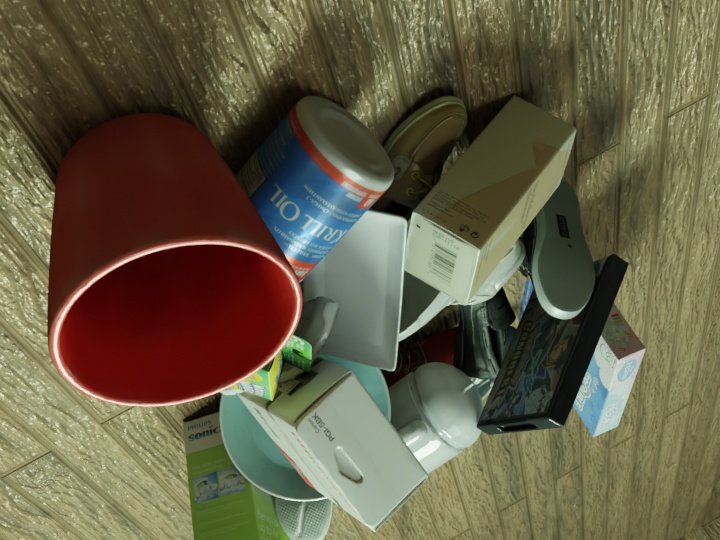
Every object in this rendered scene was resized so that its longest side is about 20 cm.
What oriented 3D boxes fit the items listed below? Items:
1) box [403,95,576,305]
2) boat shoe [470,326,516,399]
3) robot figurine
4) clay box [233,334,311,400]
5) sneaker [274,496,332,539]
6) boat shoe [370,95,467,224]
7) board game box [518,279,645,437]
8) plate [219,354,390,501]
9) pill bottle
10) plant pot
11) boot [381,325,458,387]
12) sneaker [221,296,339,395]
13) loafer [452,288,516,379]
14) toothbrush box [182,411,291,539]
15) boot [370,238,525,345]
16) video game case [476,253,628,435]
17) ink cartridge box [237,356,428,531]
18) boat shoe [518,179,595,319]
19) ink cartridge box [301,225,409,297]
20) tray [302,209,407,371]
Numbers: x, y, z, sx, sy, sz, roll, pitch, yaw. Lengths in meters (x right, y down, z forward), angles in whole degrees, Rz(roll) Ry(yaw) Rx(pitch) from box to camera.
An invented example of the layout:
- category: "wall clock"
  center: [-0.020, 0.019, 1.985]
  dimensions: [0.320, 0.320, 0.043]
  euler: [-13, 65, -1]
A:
- category: "box"
  center: [0.130, -0.073, 1.116]
  dimensions: [0.200, 0.077, 0.095]
  euler: [-49, 160, -31]
- category: "boat shoe"
  center: [0.151, 0.152, 1.536]
  dimensions: [0.060, 0.076, 0.201]
  euler: [6, 134, -37]
- category: "robot figurine"
  center: [0.068, 0.188, 1.361]
  dimensions: [0.199, 0.113, 0.170]
  euler: [-36, 179, 17]
- category: "clay box"
  center: [-0.145, 0.069, 1.055]
  dimensions: [0.198, 0.048, 0.115]
  euler: [18, 161, 4]
- category: "sneaker"
  center: [-0.072, 0.231, 1.346]
  dimensions: [0.070, 0.202, 0.080]
  euler: [-13, 166, 4]
- category: "boat shoe"
  center: [0.048, -0.085, 1.121]
  dimensions: [0.074, 0.067, 0.200]
  euler: [4, 135, -43]
- category: "board game box"
  center: [0.275, 0.080, 1.420]
  dimensions: [0.043, 0.200, 0.201]
  euler: [-22, 147, -13]
- category: "plate"
  center: [-0.064, 0.163, 1.289]
  dimensions: [0.199, 0.202, 0.026]
  euler: [-27, -176, -7]
- category: "pill bottle"
  center: [-0.071, -0.052, 1.022]
  dimensions: [0.112, 0.113, 0.200]
  euler: [13, 128, -49]
- category: "plant pot"
  center: [-0.165, -0.017, 0.910]
  dimensions: [0.198, 0.178, 0.201]
  euler: [-14, 140, -12]
- category: "boot"
  center: [0.059, 0.112, 1.408]
  dimensions: [0.199, 0.073, 0.144]
  euler: [-29, 147, 3]
- category: "sneaker"
  center: [-0.105, 0.071, 1.150]
  dimensions: [0.199, 0.075, 0.082]
  euler: [-27, 120, 36]
- category: "loafer"
  center: [0.154, 0.044, 1.346]
  dimensions: [0.068, 0.070, 0.202]
  euler: [-51, 148, -52]
- category: "toothbrush box"
  center: [-0.138, 0.285, 1.341]
  dimensions: [0.085, 0.202, 0.146]
  euler: [-19, 151, 12]
- category: "boot"
  center: [0.096, 0.024, 1.220]
  dimensions: [0.200, 0.074, 0.095]
  euler: [-41, 139, 10]
- category: "video game case"
  center: [0.213, 0.088, 1.264]
  dimensions: [0.201, 0.025, 0.181]
  euler: [-64, -168, -18]
- category: "ink cartridge box"
  center: [-0.033, 0.168, 1.164]
  dimensions: [0.083, 0.200, 0.147]
  euler: [-40, 107, -15]
- category: "boat shoe"
  center: [0.211, -0.007, 1.260]
  dimensions: [0.070, 0.202, 0.091]
  euler: [16, 136, -10]
- category: "ink cartridge box"
  center: [0.000, 0.000, 1.221]
  dimensions: [0.198, 0.044, 0.094]
  euler: [-16, 144, -23]
- category: "tray"
  center: [-0.006, 0.012, 1.134]
  dimensions: [0.106, 0.022, 0.201]
  euler: [12, 129, 12]
